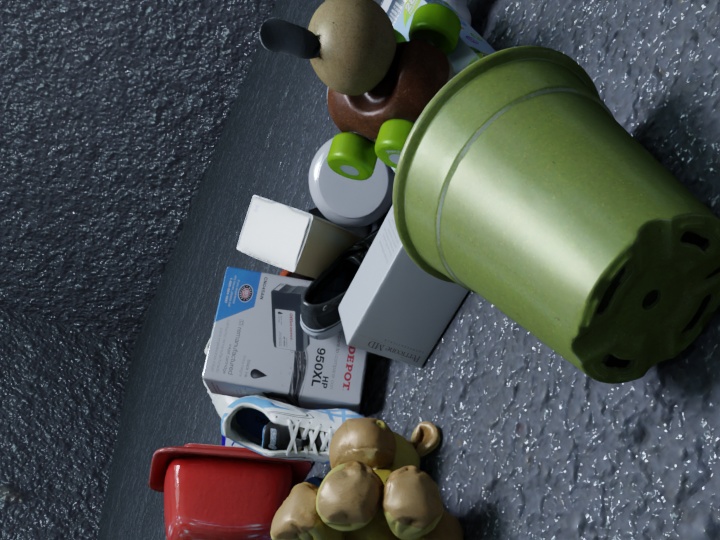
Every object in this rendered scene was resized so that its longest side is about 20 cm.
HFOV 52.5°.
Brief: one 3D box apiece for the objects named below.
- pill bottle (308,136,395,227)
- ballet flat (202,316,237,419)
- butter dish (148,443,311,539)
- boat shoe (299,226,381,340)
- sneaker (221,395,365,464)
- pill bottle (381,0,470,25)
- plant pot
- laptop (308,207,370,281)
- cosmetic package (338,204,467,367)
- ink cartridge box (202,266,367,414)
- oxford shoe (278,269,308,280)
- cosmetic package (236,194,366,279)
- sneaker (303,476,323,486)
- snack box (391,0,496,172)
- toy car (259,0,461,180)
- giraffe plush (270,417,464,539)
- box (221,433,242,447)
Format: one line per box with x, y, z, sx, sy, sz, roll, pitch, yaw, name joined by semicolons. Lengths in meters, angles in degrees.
-0.010;-0.119;0.969;0.200;0.117;0.122;-101;32;-82;pill bottle
-0.209;0.145;1.111;0.070;0.068;0.203;-54;26;36;ballet flat
-0.171;0.314;0.917;0.200;0.194;0.152;120;153;-56;butter dish
0.000;0.000;0.884;0.200;0.068;0.057;-47;-30;-29;boat shoe
-0.071;0.194;0.853;0.072;0.194;0.074;-38;-46;-72;sneaker
0.077;-0.319;0.964;0.202;0.117;0.121;-58;25;30;pill bottle
0.149;-0.028;0.516;0.203;0.196;0.191;-63;36;20;plant pot
-0.040;0.003;1.164;0.196;0.116;0.192;-16;53;30;laptop
0.064;-0.004;0.785;0.203;0.099;0.072;-62;24;25;cosmetic package
-0.085;0.091;0.921;0.085;0.194;0.149;99;-179;-69;ink cartridge box
-0.109;0.061;1.045;0.202;0.072;0.072;-59;2;-40;oxford shoe
-0.056;-0.029;0.944;0.103;0.198;0.073;20;91;33;cosmetic package
-0.071;0.332;0.881;0.067;0.077;0.203;-58;23;33;sneaker
0.086;-0.194;0.844;0.171;0.066;0.202;-59;45;30;snack box
-0.015;-0.216;0.732;0.156;0.198;0.168;-2;65;49;toy car
0.017;0.214;0.702;0.164;0.167;0.204;-82;-13;-52;giraffe plush
-0.126;0.209;1.080;0.203;0.103;0.186;-61;23;27;box
